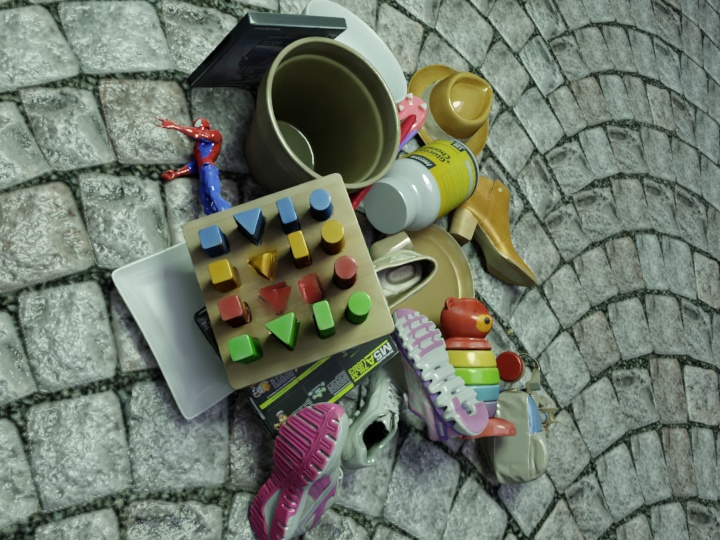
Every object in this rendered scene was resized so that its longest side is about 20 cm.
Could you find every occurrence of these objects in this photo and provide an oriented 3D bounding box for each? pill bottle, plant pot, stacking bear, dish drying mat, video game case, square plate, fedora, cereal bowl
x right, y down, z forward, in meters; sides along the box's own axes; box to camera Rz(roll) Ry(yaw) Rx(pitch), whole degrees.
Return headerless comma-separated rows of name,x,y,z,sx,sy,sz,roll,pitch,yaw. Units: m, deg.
pill bottle,0.094,-0.129,1.012,0.199,0.111,0.113,-33,95,-45
plant pot,0.101,0.019,1.040,0.198,0.027,0.203,11,69,-31
stacking bear,0.159,0.141,0.974,0.120,0.113,0.203,5,81,-32
dish drying mat,0.013,-0.145,0.931,0.018,0.076,0.201,44,62,-19
video game case,-0.129,-0.290,0.868,0.141,0.199,0.019,-13,89,-36
square plate,-0.187,0.054,0.832,0.199,0.028,0.200,-29,94,-36
fedora,0.175,-0.291,1.148,0.198,0.081,0.204,11,70,-32
plant pot,-0.074,-0.184,0.887,0.198,0.173,0.203,9,74,-33
cereal bowl,-0.026,-0.311,0.999,0.199,0.083,0.202,30,39,-27

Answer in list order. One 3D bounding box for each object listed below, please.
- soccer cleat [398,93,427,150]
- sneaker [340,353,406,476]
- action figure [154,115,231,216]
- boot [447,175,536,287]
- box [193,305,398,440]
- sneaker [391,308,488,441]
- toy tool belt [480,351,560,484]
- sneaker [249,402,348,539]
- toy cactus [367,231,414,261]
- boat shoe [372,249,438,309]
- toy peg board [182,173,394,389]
soccer cleat,0.038,-0.200,1.044,0.066,0.077,0.200,37,72,10
sneaker,0.030,0.195,0.907,0.075,0.081,0.201,41,56,-15
action figure,-0.218,-0.118,0.830,0.098,0.065,0.202,5,59,-28
boot,0.247,-0.075,1.139,0.200,0.071,0.145,33,63,-17
box,-0.076,0.081,0.821,0.199,0.047,0.195,-36,108,-18
sneaker,0.087,0.149,0.894,0.080,0.088,0.202,-10,64,-46
toy tool belt,0.253,0.235,1.041,0.123,0.123,0.203,22,64,-62
sneaker,-0.062,0.245,0.797,0.088,0.202,0.081,4,30,-50
toy cactus,0.000,0.000,0.911,0.164,0.102,0.201,-32,104,-1
boat shoe,0.007,0.029,0.796,0.198,0.065,0.073,-25,102,-23
toy peg board,-0.082,0.003,0.717,0.197,0.098,0.202,-19,81,-6
